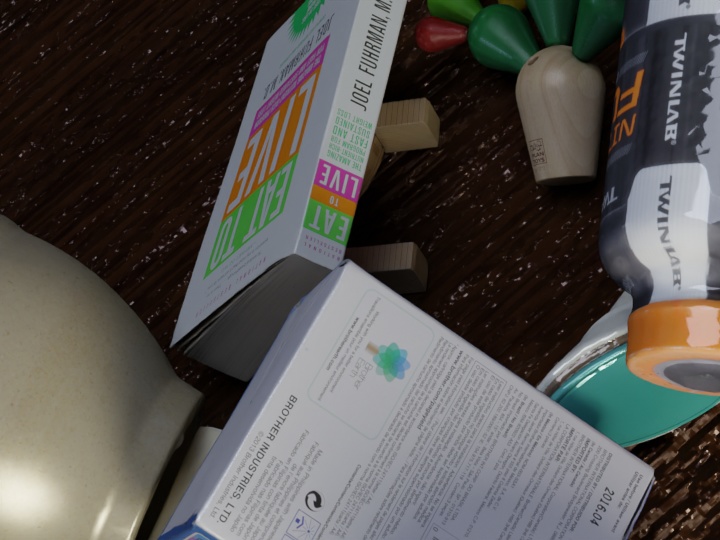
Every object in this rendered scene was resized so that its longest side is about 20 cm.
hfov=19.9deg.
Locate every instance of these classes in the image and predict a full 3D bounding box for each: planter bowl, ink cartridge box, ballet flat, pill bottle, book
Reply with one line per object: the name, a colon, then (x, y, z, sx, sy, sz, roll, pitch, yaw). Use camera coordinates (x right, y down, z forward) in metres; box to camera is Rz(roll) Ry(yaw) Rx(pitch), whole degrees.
planter bowl: (-0.155, 0.090, 0.974, 0.134, 0.200, 0.201, 23, 70, 3)
ink cartridge box: (0.033, 0.112, 0.882, 0.199, 0.076, 0.137, 34, 69, -7)
ballet flat: (0.163, 0.021, 0.952, 0.199, 0.070, 0.070, -27, 55, 0)
pill bottle: (0.158, -0.050, 0.878, 0.106, 0.106, 0.201, 1, 72, 23)
book: (-0.026, -0.061, 1.026, 0.134, 0.048, 0.201, -42, 29, 54)

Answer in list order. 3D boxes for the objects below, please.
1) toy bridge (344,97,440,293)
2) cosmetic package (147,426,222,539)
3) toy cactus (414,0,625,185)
toy bridge: (0.000, 0.000, 1.046, 0.067, 0.027, 0.201, -6, 59, 20)
cosmetic package: (-0.060, 0.183, 0.936, 0.103, 0.073, 0.201, 11, 65, 27)
toy cactus: (0.094, -0.128, 1.030, 0.199, 0.102, 0.166, -10, 81, 45)
